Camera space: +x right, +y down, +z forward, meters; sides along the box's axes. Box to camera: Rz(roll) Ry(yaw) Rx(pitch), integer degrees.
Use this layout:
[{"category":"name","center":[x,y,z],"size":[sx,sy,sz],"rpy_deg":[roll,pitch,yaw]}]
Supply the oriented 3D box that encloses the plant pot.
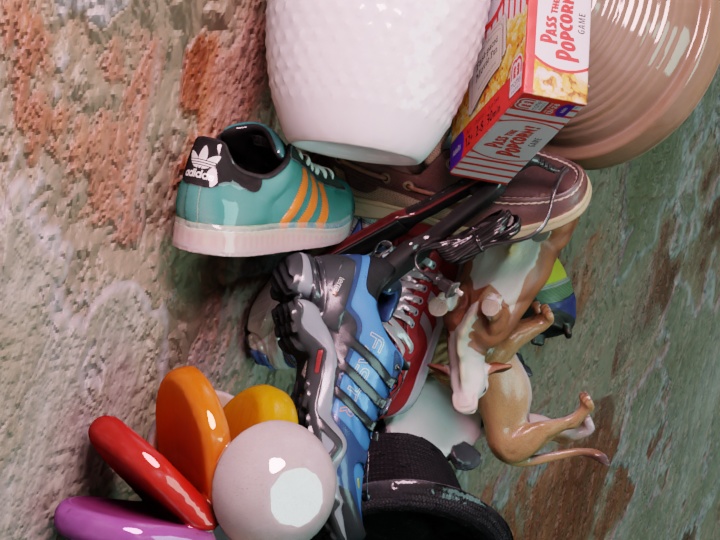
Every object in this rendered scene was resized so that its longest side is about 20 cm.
[{"category":"plant pot","center":[0.156,-0.181,1.466],"size":[0.092,0.200,0.203],"rpy_deg":[23,84,-43]}]

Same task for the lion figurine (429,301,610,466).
[{"category":"lion figurine","center":[0.117,0.099,1.699],"size":[0.201,0.122,0.072],"rpy_deg":[63,-4,-10]}]

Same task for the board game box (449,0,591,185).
[{"category":"board game box","center":[0.108,-0.177,1.362],"size":[0.152,0.046,0.202],"rpy_deg":[132,-35,-66]}]

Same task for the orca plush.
[{"category":"orca plush","center":[0.061,0.117,1.752],"size":[0.105,0.071,0.200],"rpy_deg":[48,41,-8]}]

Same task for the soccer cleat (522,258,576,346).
[{"category":"soccer cleat","center":[0.139,-0.003,1.829],"size":[0.200,0.064,0.084],"rpy_deg":[46,34,-56]}]

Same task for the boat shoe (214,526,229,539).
[{"category":"boat shoe","center":[-0.086,0.218,1.495],"size":[0.066,0.069,0.202],"rpy_deg":[-33,126,-50]}]

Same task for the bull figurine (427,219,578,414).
[{"category":"bull figurine","center":[0.105,0.010,1.570],"size":[0.201,0.065,0.121],"rpy_deg":[-63,167,-4]}]

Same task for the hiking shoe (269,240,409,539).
[{"category":"hiking shoe","center":[-0.004,0.085,1.374],"size":[0.086,0.074,0.202],"rpy_deg":[-7,93,-16]}]

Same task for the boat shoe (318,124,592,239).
[{"category":"boat shoe","center":[0.064,-0.074,1.462],"size":[0.072,0.198,0.073],"rpy_deg":[80,24,-48]}]

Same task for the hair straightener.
[{"category":"hair straightener","center":[0.059,-0.016,1.424],"size":[0.199,0.077,0.041],"rpy_deg":[-28,161,4]}]

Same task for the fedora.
[{"category":"fedora","center":[0.029,0.191,1.636],"size":[0.201,0.199,0.092],"rpy_deg":[66,17,-53]}]

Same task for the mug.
[{"category":"mug","center":[0.017,-0.160,1.362],"size":[0.200,0.146,0.177],"rpy_deg":[21,78,-72]}]

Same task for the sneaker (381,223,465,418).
[{"category":"sneaker","center":[0.023,0.025,1.585],"size":[0.112,0.071,0.202],"rpy_deg":[-13,119,-64]}]

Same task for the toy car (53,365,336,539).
[{"category":"toy car","center":[-0.120,0.158,1.317],"size":[0.149,0.175,0.202],"rpy_deg":[21,86,-29]}]

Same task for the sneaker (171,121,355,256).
[{"category":"sneaker","center":[-0.056,-0.059,1.382],"size":[0.200,0.071,0.081],"rpy_deg":[-15,116,-64]}]

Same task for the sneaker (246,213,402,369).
[{"category":"sneaker","center":[0.000,0.000,1.509],"size":[0.201,0.085,0.077],"rpy_deg":[-59,151,-28]}]
